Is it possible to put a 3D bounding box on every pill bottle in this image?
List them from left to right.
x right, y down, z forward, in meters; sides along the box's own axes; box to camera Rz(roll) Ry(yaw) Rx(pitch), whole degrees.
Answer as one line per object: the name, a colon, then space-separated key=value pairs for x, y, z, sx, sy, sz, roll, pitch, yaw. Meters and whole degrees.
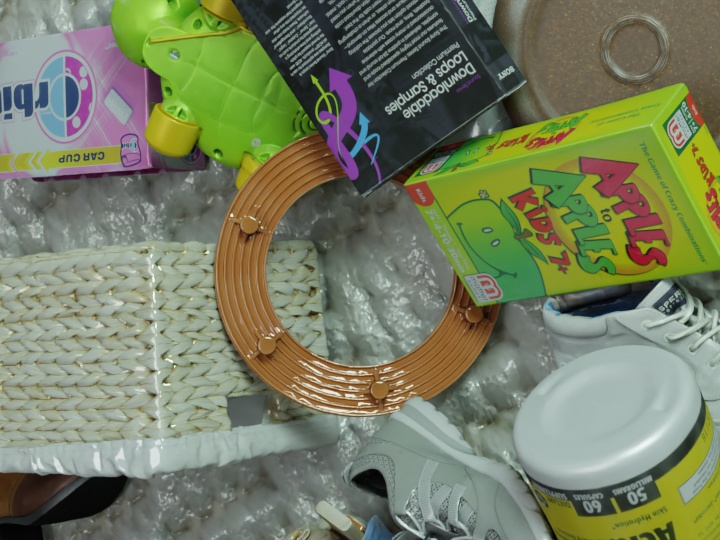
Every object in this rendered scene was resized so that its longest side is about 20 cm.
pill bottle: x=0.175 y=0.152 z=0.919 sx=0.111 sy=0.111 sz=0.200 roll=-6 pitch=124 yaw=36

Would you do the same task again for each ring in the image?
ring: x=0.000 y=0.000 z=1.062 sx=0.200 sy=0.019 sz=0.201 roll=0 pitch=86 yaw=-3

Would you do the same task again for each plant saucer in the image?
plant saucer: x=0.172 y=-0.137 z=0.957 sx=0.200 sy=0.037 sz=0.201 roll=5 pitch=104 yaw=22

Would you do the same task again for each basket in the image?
basket: x=-0.149 y=0.063 z=1.141 sx=0.200 sy=0.198 sz=0.161 roll=-4 pitch=88 yaw=37

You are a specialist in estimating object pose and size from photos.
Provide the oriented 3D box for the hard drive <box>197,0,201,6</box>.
hard drive: x=-0.113 y=-0.303 z=1.192 sx=0.139 sy=0.033 sz=0.201 roll=5 pitch=96 yaw=36

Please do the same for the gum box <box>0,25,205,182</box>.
gum box: x=-0.221 y=-0.133 z=1.260 sx=0.200 sy=0.066 sz=0.114 roll=-1 pitch=91 yaw=37

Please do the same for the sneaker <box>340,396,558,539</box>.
sneaker: x=0.061 y=0.159 z=0.982 sx=0.200 sy=0.082 sz=0.075 roll=34 pitch=157 yaw=55

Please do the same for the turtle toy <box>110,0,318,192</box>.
turtle toy: x=-0.094 y=-0.148 z=1.131 sx=0.200 sy=0.101 sz=0.146 roll=28 pitch=109 yaw=2

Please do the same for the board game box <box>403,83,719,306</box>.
board game box: x=0.131 y=-0.041 z=0.964 sx=0.200 sy=0.048 sz=0.102 roll=-11 pitch=118 yaw=47

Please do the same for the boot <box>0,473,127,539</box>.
boot: x=-0.289 y=0.129 z=1.346 sx=0.188 sy=0.068 sz=0.200 roll=-37 pitch=64 yaw=40

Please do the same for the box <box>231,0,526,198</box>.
box: x=-0.002 y=-0.164 z=0.998 sx=0.143 sy=0.036 sz=0.200 roll=-32 pitch=90 yaw=42

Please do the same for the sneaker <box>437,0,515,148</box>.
sneaker: x=0.061 y=-0.161 z=1.032 sx=0.078 sy=0.099 sz=0.201 roll=1 pitch=94 yaw=36

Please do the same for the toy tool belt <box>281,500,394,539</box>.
toy tool belt: x=0.023 y=0.243 z=1.035 sx=0.200 sy=0.125 sz=0.123 roll=49 pitch=152 yaw=5

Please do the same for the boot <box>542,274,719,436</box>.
boot: x=0.201 y=0.048 z=0.942 sx=0.200 sy=0.074 sz=0.096 roll=-7 pitch=118 yaw=37
